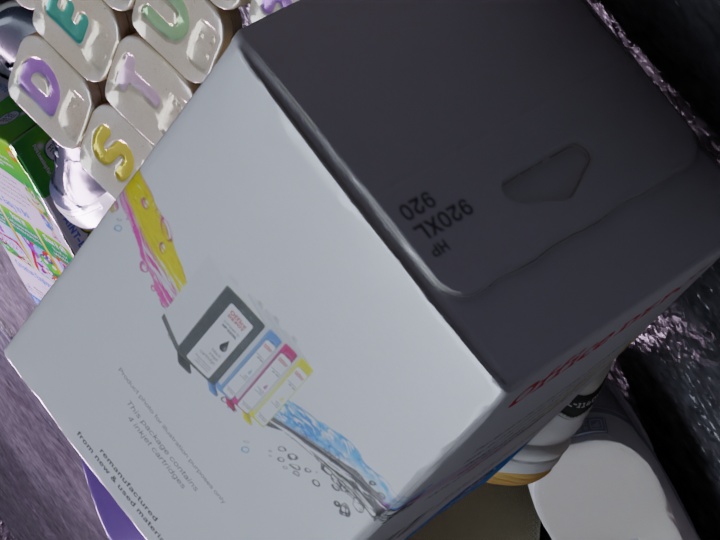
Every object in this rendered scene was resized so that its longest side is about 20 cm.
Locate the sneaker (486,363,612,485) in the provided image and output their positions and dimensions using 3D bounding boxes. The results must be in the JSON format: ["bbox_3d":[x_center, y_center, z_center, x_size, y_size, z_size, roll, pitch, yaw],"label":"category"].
[{"bbox_3d":[0.042,-0.015,1.134,0.200,0.076,0.088,59,134,27],"label":"sneaker"}]

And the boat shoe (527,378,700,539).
[{"bbox_3d":[0.113,0.120,1.212,0.069,0.072,0.200,-94,-22,-50],"label":"boat shoe"}]

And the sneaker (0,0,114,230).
[{"bbox_3d":[-0.144,-0.097,1.433,0.146,0.077,0.202,45,157,-14],"label":"sneaker"}]

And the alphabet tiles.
[{"bbox_3d":[-0.087,-0.118,1.172,0.196,0.015,0.200,45,133,21],"label":"alphabet tiles"}]

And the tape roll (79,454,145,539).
[{"bbox_3d":[-0.037,0.090,1.289,0.200,0.085,0.200,47,-153,-33],"label":"tape roll"}]

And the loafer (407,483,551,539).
[{"bbox_3d":[0.042,0.106,1.214,0.068,0.076,0.200,1,175,26],"label":"loafer"}]

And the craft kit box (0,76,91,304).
[{"bbox_3d":[-0.203,-0.037,1.841,0.200,0.048,0.198,29,154,57],"label":"craft kit box"}]

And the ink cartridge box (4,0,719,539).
[{"bbox_3d":[0.004,0.004,0.979,0.145,0.147,0.200,51,137,9],"label":"ink cartridge box"}]
